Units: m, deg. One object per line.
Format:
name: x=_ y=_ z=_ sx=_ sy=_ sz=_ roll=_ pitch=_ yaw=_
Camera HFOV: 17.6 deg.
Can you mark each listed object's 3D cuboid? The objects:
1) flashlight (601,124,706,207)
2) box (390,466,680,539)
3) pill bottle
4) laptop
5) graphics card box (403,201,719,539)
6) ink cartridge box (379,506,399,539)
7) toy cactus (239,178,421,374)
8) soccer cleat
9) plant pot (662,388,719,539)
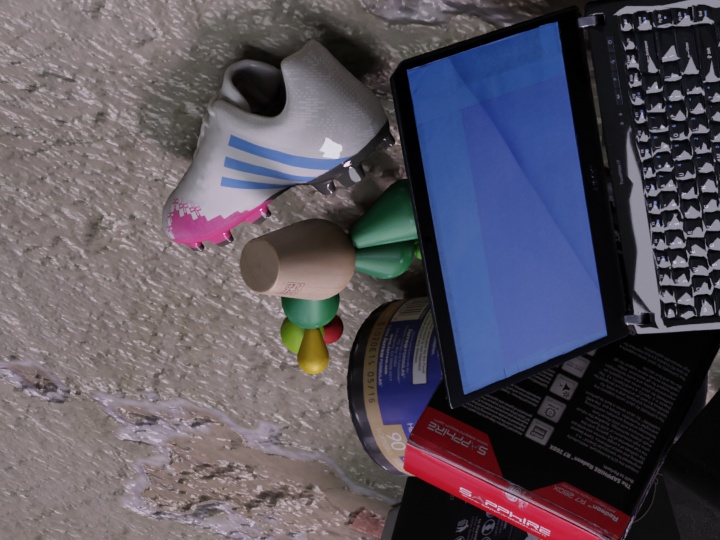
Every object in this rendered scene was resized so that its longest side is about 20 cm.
flashlight: x=0.226 y=-0.061 z=1.187 sx=0.199 sy=0.068 sz=0.068 roll=1 pitch=136 yaw=18
box: x=0.137 y=0.180 z=1.529 sx=0.200 sy=0.149 sz=0.124 roll=37 pitch=143 yaw=-28
pill bottle: x=0.101 y=0.065 z=1.400 sx=0.200 sy=0.112 sz=0.112 roll=-6 pitch=142 yaw=35
laptop: x=0.136 y=-0.037 z=1.131 sx=0.199 sy=0.103 sz=0.178 roll=-4 pitch=108 yaw=22
graphics card box: x=0.121 y=0.049 z=1.259 sx=0.125 sy=0.200 sz=0.051 roll=25 pitch=153 yaw=10
ink cartridge box: x=0.117 y=0.262 z=1.673 sx=0.200 sy=0.148 sz=0.145 roll=32 pitch=147 yaw=-21
toy cactus: x=0.000 y=0.000 z=1.325 sx=0.200 sy=0.103 sz=0.165 roll=-29 pitch=165 yaw=40
soccer cleat: x=-0.061 y=-0.075 z=1.318 sx=0.086 sy=0.070 sz=0.200 roll=52 pitch=141 yaw=-13
plant pot: x=0.277 y=0.129 z=1.231 sx=0.177 sy=0.200 sz=0.200 roll=24 pitch=150 yaw=38
